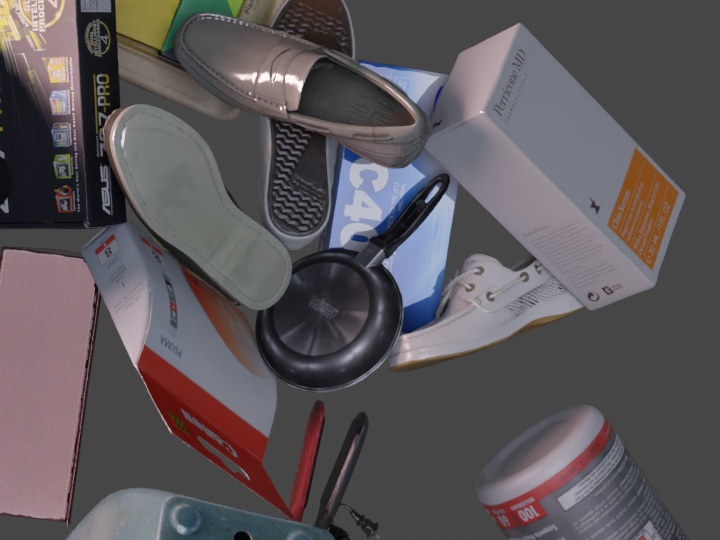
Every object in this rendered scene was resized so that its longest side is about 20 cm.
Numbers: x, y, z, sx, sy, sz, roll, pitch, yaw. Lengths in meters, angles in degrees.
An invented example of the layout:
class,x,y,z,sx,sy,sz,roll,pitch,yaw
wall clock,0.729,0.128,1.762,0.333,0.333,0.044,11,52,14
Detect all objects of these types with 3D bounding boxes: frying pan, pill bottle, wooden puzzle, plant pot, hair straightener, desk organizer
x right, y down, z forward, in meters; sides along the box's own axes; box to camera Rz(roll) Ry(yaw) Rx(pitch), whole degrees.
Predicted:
class,x,y,z,sx,sy,sz,roll,pitch,yaw
frying pan,0.007,0.014,1.701,0.190,0.031,0.115,-32,60,2
pill bottle,0.187,0.213,1.776,0.116,0.116,0.200,-36,99,-6
wooden puzzle,-0.150,-0.231,1.727,0.199,0.037,0.186,22,90,-11
plant pot,-0.111,0.256,1.615,0.196,0.200,0.197,14,59,-11
hair straightener,-0.022,0.204,1.776,0.077,0.041,0.201,13,92,-10
desk organizer,-0.240,0.082,1.715,0.077,0.072,0.201,8,92,-8

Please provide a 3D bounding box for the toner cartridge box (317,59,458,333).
class,x,y,z,sx,sy,sz,roll,pitch,yaw
toner cartridge box,0.023,-0.055,1.766,0.095,0.043,0.201,8,92,-12

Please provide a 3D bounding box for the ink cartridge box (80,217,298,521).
class,x,y,z,sx,sy,sz,roll,pitch,yaw
ink cartridge box,-0.109,0.068,1.645,0.050,0.200,0.162,-41,136,7

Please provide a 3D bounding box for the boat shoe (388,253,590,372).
class,x,y,z,sx,sy,sz,roll,pitch,yaw
boat shoe,0.092,0.022,1.749,0.200,0.071,0.070,-21,93,-38

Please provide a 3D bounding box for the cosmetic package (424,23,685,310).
class,x,y,z,sx,sy,sz,roll,pitch,yaw
cosmetic package,0.147,-0.076,1.731,0.200,0.071,0.102,42,49,-23

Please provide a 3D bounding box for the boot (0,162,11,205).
class,x,y,z,sx,sy,sz,roll,pitch,yaw
boot,-0.335,0.002,1.628,0.070,0.132,0.200,37,121,-2

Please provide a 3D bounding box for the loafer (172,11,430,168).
class,x,y,z,sx,sy,sz,roll,pitch,yaw
loafer,-0.042,-0.138,1.664,0.199,0.070,0.070,22,74,5

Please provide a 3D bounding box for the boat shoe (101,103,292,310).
class,x,y,z,sx,sy,sz,roll,pitch,yaw
boat shoe,-0.126,-0.047,1.654,0.072,0.060,0.202,-51,129,-14

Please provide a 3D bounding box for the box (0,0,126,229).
class,x,y,z,sx,sy,sz,roll,pitch,yaw
box,-0.244,-0.130,1.664,0.049,0.161,0.201,-8,98,-52

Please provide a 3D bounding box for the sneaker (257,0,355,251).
class,x,y,z,sx,sy,sz,roll,pitch,yaw
sneaker,-0.049,-0.111,1.739,0.072,0.085,0.201,9,76,-5
